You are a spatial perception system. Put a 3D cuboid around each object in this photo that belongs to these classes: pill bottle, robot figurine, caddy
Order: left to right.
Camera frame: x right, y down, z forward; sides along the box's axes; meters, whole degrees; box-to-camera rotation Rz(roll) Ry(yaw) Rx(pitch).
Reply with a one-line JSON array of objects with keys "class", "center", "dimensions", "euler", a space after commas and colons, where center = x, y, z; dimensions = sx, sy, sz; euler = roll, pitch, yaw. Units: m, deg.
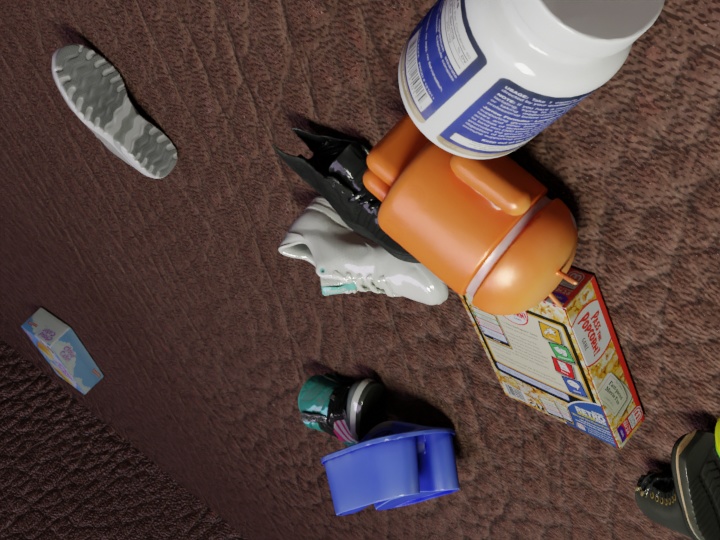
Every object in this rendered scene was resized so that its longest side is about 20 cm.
[{"class": "caddy", "center": [0.037, 0.247, 1.641], "dimensions": [0.200, 0.141, 0.106], "euler": [-29, 66, 50]}, {"class": "robot figurine", "center": [0.095, -0.043, 1.058], "dimensions": [0.200, 0.117, 0.144], "euler": [40, 124, 10]}, {"class": "pill bottle", "center": [0.107, -0.154, 0.827], "dimensions": [0.116, 0.116, 0.200], "euler": [45, 159, -4]}]

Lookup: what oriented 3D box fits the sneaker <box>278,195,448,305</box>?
[{"class": "sneaker", "center": [0.000, 0.000, 1.343], "dimensions": [0.200, 0.089, 0.075], "euler": [29, 153, 33]}]

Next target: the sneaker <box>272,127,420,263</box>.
[{"class": "sneaker", "center": [0.005, -0.077, 1.230], "dimensions": [0.199, 0.060, 0.104], "euler": [25, 157, 48]}]

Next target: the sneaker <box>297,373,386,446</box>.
[{"class": "sneaker", "center": [-0.028, 0.180, 1.747], "dimensions": [0.120, 0.084, 0.200], "euler": [27, 156, 16]}]

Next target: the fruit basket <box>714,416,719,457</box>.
[{"class": "fruit basket", "center": [0.335, 0.146, 0.958], "dimensions": [0.215, 0.156, 0.216], "euler": [21, 139, 20]}]

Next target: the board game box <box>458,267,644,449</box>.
[{"class": "board game box", "center": [0.175, 0.067, 1.210], "dimensions": [0.151, 0.046, 0.200], "euler": [23, 150, 43]}]

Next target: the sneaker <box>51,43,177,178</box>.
[{"class": "sneaker", "center": [-0.316, -0.190, 1.575], "dimensions": [0.082, 0.075, 0.200], "euler": [6, 138, 55]}]

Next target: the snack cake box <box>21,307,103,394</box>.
[{"class": "snack cake box", "center": [-0.689, 0.188, 2.965], "dimensions": [0.115, 0.067, 0.200], "euler": [29, 155, 35]}]

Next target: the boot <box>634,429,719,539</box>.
[{"class": "boot", "center": [0.301, 0.209, 1.219], "dimensions": [0.138, 0.077, 0.200], "euler": [25, 151, 50]}]
